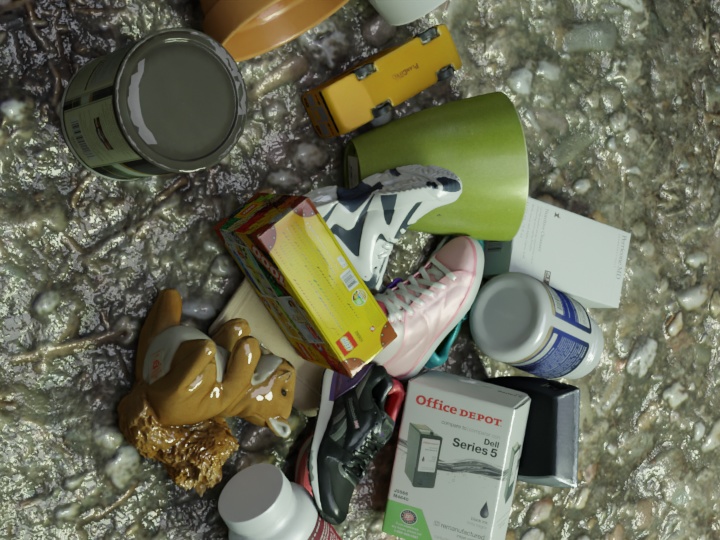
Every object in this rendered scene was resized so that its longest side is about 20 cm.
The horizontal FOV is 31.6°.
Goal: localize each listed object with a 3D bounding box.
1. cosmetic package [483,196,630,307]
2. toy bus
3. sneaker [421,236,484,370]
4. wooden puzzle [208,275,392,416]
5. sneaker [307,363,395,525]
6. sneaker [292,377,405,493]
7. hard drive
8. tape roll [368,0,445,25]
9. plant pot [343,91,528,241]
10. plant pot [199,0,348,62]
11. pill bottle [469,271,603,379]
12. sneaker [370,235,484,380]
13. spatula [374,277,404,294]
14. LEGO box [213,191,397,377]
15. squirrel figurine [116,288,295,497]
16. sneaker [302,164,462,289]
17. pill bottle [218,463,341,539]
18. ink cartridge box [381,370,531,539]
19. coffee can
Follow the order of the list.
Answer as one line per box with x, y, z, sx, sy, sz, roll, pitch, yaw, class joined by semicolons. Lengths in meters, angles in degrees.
0.264;-0.023;1.730;0.198;0.081;0.114;14;82;-28;cosmetic package
0.030;-0.239;1.595;0.199;0.078;0.066;-33;105;-25;toy bus
0.119;0.038;1.649;0.077;0.079;0.202;28;77;-26;sneaker
-0.069;0.050;1.570;0.185;0.037;0.201;42;76;-24;wooden puzzle
-0.006;0.198;1.496;0.076;0.087;0.202;53;36;-52;sneaker
-0.013;0.209;1.571;0.074;0.087;0.201;40;72;-23;sneaker
0.206;0.205;1.631;0.042;0.199;0.137;3;88;-28;hard drive
0.090;-0.394;1.558;0.071;0.202;0.203;46;70;-22;tape roll
0.084;-0.122;1.587;0.198;0.187;0.189;-6;94;-13;plant pot
-0.111;-0.350;1.461;0.199;0.200;0.141;-27;87;-26;plant pot
0.237;0.079;1.667;0.199;0.115;0.117;24;78;-52;pill bottle
0.068;0.037;1.553;0.104;0.075;0.201;25;102;-43;sneaker
0.000;0.000;1.569;0.200;0.021;0.057;43;86;-22;spatula
-0.064;0.013;1.465;0.077;0.149;0.201;-39;110;-17;LEGO box
-0.172;0.152;1.473;0.186;0.141;0.201;27;94;-39;squirrel figurine
0.032;-0.043;1.501;0.197;0.080;0.131;-14;116;5;sneaker
-0.084;0.323;1.491;0.113;0.112;0.201;-44;128;-22;pill bottle
0.120;0.241;1.586;0.084;0.144;0.202;-14;114;-67;ink cartridge box
-0.228;-0.175;1.378;0.145;0.199;0.148;-1;92;-29;coffee can
